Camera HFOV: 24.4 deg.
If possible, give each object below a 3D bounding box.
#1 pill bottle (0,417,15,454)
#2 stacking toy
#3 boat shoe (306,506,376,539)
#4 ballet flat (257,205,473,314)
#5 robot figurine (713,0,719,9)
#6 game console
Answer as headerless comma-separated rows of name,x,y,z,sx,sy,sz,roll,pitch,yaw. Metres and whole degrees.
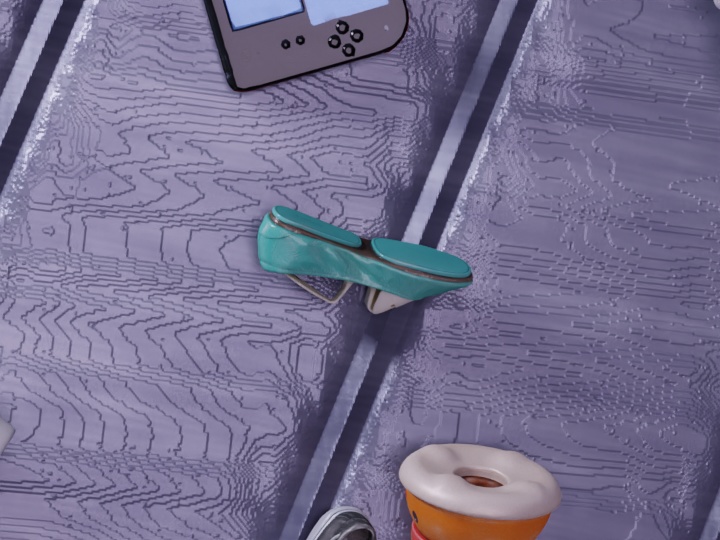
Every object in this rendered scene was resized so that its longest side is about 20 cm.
pill bottle,-0.395,0.112,1.387,0.200,0.113,0.113,38,83,-9
stacking toy,0.096,0.267,1.499,0.146,0.146,0.201,5,104,-12
boat shoe,-0.049,0.303,1.482,0.072,0.071,0.200,26,85,-11
ballet flat,0.000,0.000,1.505,0.199,0.067,0.071,16,111,-12
robot figurine,0.418,-0.253,1.562,0.169,0.113,0.201,19,86,-3
game console,-0.060,-0.277,1.502,0.176,0.031,0.201,-17,93,-12
